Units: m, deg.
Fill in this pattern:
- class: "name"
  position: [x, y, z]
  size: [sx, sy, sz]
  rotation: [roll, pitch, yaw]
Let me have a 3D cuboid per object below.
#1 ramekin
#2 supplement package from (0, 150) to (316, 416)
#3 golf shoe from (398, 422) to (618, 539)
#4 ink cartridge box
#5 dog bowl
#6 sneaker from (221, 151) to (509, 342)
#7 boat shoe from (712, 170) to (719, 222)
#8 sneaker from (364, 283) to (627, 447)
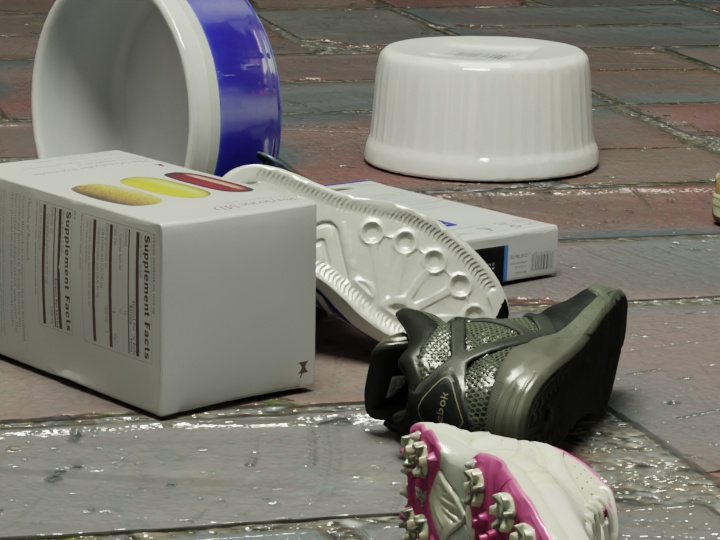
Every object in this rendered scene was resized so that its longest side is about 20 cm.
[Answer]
- class: "ramekin"
  position: [0.103, -0.140, 2.169]
  size: [0.200, 0.098, 0.200]
  rotation: [1, 12, 0]
- class: "supplement package"
  position: [-0.128, 0.002, 1.480]
  size: [0.114, 0.110, 0.200]
  rotation: [-10, 17, -39]
- class: "golf shoe"
  position: [0.080, 0.109, 1.111]
  size: [0.091, 0.075, 0.200]
  rotation: [1, 13, -16]
- class: "ink cartridge box"
  position: [0.034, -0.026, 1.789]
  size: [0.099, 0.039, 0.200]
  rotation: [-10, 18, -39]
- class: "dog bowl"
  position: [-0.144, -0.111, 1.783]
  size: [0.079, 0.201, 0.200]
  rotation: [-5, 14, -40]
- class: "sneaker"
  position: [0.000, 0.000, 1.576]
  size: [0.200, 0.081, 0.146]
  rotation: [25, -7, 6]
- class: "boat shoe"
  position: [0.330, -0.058, 1.867]
  size: [0.072, 0.076, 0.200]
  rotation: [-8, 16, -37]
- class: "sneaker"
  position: [0.074, 0.046, 1.378]
  size: [0.114, 0.076, 0.199]
  rotation: [13, 22, 22]
